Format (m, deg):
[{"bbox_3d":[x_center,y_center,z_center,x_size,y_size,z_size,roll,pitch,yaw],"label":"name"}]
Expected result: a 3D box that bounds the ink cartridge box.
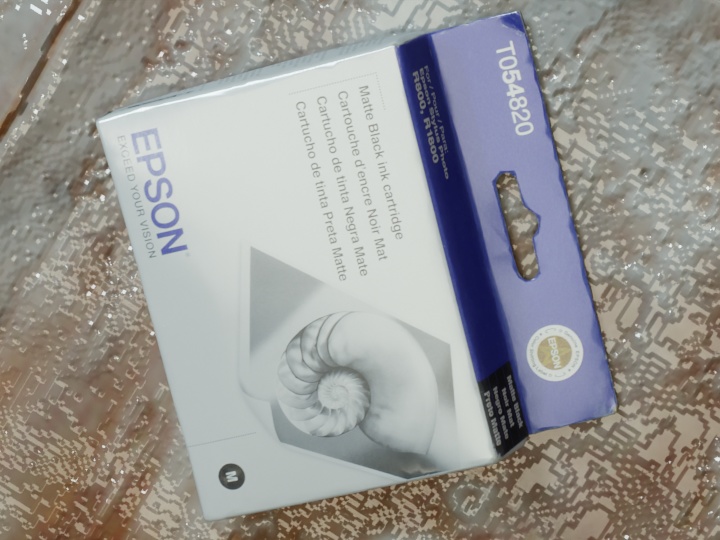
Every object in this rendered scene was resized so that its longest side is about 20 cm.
[{"bbox_3d":[0.000,0.000,1.189,0.199,0.041,0.201,-14,99,9],"label":"ink cartridge box"}]
